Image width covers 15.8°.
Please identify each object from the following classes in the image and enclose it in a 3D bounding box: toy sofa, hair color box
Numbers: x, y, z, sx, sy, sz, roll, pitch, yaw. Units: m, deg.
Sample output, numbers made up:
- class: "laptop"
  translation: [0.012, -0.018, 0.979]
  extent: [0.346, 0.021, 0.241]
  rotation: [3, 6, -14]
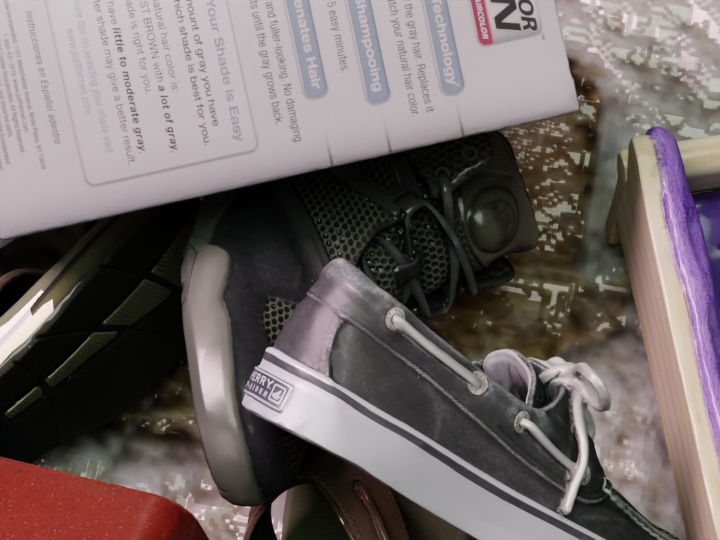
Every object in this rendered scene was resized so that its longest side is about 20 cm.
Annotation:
- class: "toy sofa"
  translation: [0.149, 0.045, 0.928]
  extent: [0.083, 0.098, 0.201]
  rotation: [-8, 67, -4]
- class: "hair color box"
  translation: [-0.035, -0.082, 0.880]
  extent: [0.199, 0.061, 0.099]
  rotation: [-13, 96, -5]

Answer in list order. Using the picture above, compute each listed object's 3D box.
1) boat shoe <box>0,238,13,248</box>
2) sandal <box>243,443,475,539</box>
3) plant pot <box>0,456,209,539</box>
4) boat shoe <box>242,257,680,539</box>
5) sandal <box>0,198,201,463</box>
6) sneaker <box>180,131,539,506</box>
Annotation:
- class: "boat shoe"
  translation: [-0.128, -0.081, 0.968]
  extent: [0.072, 0.062, 0.200]
  rotation: [10, 49, 28]
- class: "sandal"
  translation: [-0.009, 0.104, 0.902]
  extent: [0.080, 0.057, 0.201]
  rotation: [4, 56, 26]
- class: "plant pot"
  translation: [-0.122, 0.165, 0.799]
  extent: [0.199, 0.200, 0.177]
  rotation: [10, 57, 28]
- class: "boat shoe"
  translation: [0.050, 0.057, 0.869]
  extent: [0.199, 0.074, 0.068]
  rotation: [31, 87, -29]
- class: "sandal"
  translation: [-0.133, 0.036, 0.932]
  extent: [0.201, 0.080, 0.057]
  rotation: [-41, 57, -16]
- class: "sneaker"
  translation: [0.000, 0.000, 0.916]
  extent: [0.114, 0.076, 0.200]
  rotation: [-3, 37, 13]
